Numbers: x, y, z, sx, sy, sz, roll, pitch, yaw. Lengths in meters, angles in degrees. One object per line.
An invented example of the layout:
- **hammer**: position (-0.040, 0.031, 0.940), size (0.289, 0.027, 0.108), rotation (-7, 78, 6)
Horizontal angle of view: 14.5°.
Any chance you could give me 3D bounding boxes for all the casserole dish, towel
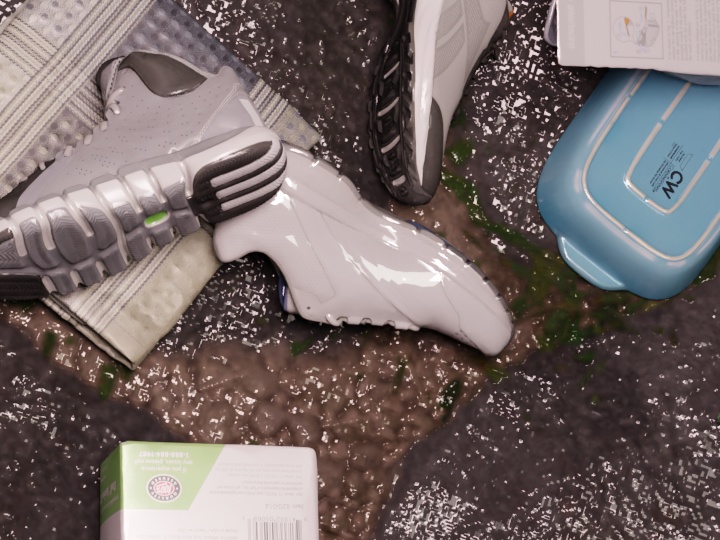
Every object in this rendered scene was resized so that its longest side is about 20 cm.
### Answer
- **casserole dish**: position (0.195, -0.076, 1.754), size (0.121, 0.039, 0.200), rotation (38, 70, -4)
- **towel**: position (-0.150, -0.070, 1.655), size (0.193, 0.035, 0.200), rotation (42, 66, -7)

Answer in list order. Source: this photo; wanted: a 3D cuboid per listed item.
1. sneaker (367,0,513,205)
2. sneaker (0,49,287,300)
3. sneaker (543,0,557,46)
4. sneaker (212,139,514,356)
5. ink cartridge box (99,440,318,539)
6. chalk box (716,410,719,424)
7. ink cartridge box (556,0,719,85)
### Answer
- **sneaker**: position (0.053, -0.134, 1.708), size (0.079, 0.074, 0.200), rotation (14, 72, -18)
- **sneaker**: position (-0.150, -0.062, 1.607), size (0.200, 0.075, 0.116), rotation (-19, 56, -8)
- **sneaker**: position (0.127, -0.208, 1.708), size (0.200, 0.070, 0.109), rotation (42, 56, -37)
- **sneaker**: position (0.000, 0.000, 1.661), size (0.200, 0.075, 0.087), rotation (31, 87, -13)
- **ink cartridge box**: position (-0.085, 0.201, 1.580), size (0.117, 0.067, 0.200), rotation (3, 74, -17)
- **chalk box**: position (0.309, 0.063, 1.708), size (0.124, 0.125, 0.200), rotation (28, 71, -8)
- **ink cartridge box**: position (0.191, -0.195, 1.706), size (0.200, 0.047, 0.160), rotation (0, 87, -29)
